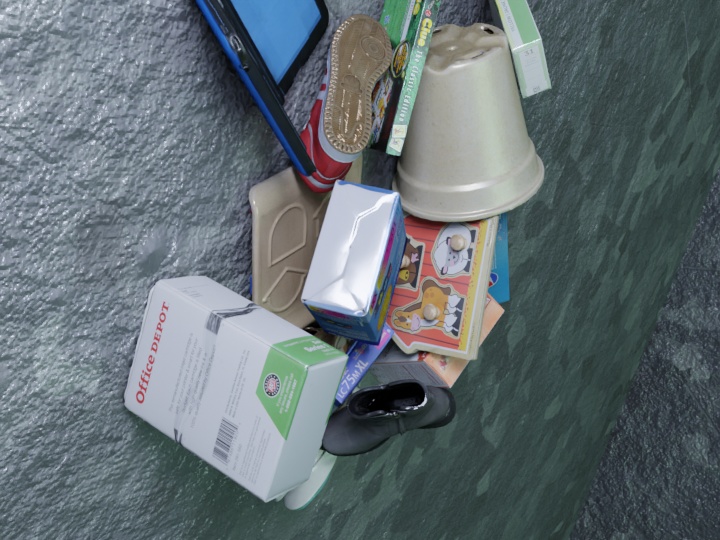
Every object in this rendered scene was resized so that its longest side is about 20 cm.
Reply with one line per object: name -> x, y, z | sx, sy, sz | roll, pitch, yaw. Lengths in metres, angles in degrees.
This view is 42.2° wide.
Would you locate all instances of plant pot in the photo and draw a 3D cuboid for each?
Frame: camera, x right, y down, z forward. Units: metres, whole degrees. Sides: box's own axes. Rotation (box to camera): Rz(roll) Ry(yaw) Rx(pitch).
plant pot -> 0.121, -0.193, 1.148 | 0.200, 0.198, 0.186 | -40, 132, -35

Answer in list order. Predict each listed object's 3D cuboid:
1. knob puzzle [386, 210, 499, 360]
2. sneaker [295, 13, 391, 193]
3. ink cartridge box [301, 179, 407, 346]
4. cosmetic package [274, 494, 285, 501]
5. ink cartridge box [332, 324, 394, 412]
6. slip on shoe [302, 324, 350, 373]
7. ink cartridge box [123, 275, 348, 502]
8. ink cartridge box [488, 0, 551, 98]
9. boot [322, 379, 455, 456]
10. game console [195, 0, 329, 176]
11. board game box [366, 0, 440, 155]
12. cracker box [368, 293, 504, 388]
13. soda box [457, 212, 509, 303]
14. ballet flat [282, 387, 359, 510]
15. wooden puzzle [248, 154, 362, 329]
knob puzzle -> 0.072, 0.005, 1.179 | 0.030, 0.218, 0.224 | 8, 107, -50
sneaker -> -0.023, -0.178, 1.011 | 0.113, 0.070, 0.203 | 129, -22, -54
ink cartridge box -> 0.000, 0.000, 1.040 | 0.200, 0.075, 0.139 | 72, 33, -75
cosmetic package -> -0.121, 0.190, 1.145 | 0.102, 0.073, 0.201 | -51, 150, -22
ink cartridge box -> -0.015, 0.130, 1.217 | 0.120, 0.042, 0.200 | -52, 176, -22
slip on shoe -> -0.057, 0.093, 1.129 | 0.076, 0.061, 0.200 | -44, -169, 12
ink cartridge box -> -0.129, 0.111, 0.938 | 0.084, 0.198, 0.149 | -8, 121, -59
ink cartridge box -> 0.188, -0.336, 1.175 | 0.047, 0.148, 0.201 | -18, 150, 9
boot -> 0.012, 0.177, 1.165 | 0.197, 0.071, 0.131 | -24, 156, 21
game console -> -0.069, -0.221, 0.864 | 0.117, 0.172, 0.201 | -32, 147, 1
board game box -> 0.040, -0.232, 1.025 | 0.023, 0.105, 0.204 | 12, 98, -24
cracker box -> 0.095, 0.093, 1.290 | 0.058, 0.199, 0.135 | 44, 68, -14
soda box -> 0.160, -0.032, 1.261 | 0.066, 0.065, 0.202 | -16, 141, -2
ballet flat -> -0.057, 0.238, 1.310 | 0.201, 0.068, 0.070 | -52, 150, -29
wooden puzzle -> -0.070, -0.034, 1.084 | 0.184, 0.046, 0.204 | -34, 135, -43
